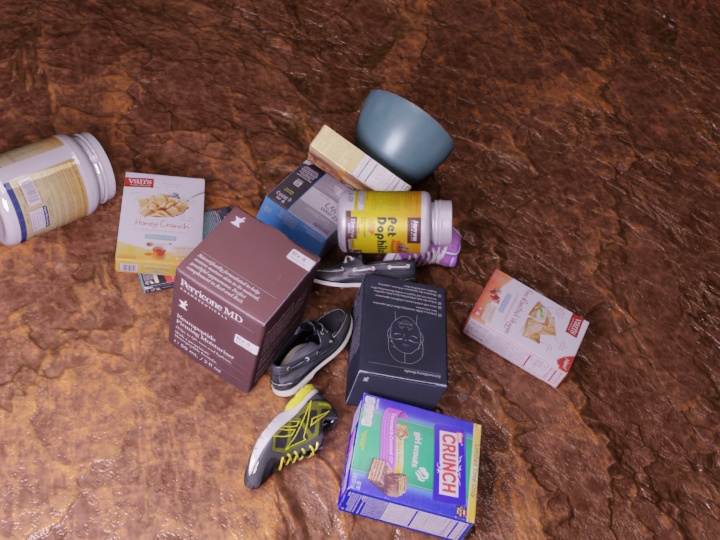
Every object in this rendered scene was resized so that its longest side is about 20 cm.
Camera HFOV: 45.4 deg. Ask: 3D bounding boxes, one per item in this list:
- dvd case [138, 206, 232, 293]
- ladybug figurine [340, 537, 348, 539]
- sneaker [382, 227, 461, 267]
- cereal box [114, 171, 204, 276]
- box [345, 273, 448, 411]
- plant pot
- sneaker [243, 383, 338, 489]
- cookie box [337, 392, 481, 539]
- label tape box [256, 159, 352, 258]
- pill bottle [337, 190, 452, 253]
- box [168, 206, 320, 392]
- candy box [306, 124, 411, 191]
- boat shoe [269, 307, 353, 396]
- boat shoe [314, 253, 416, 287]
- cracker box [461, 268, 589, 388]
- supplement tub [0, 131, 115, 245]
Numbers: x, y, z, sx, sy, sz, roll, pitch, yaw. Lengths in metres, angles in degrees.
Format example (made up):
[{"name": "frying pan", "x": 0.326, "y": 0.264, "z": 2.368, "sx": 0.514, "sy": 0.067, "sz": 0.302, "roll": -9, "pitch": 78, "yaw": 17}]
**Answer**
[{"name": "dvd case", "x": -0.300, "y": -0.040, "z": 1.509, "sx": 0.198, "sy": 0.022, "sz": 0.147, "roll": -13, "pitch": 58, "yaw": -24}, {"name": "ladybug figurine", "x": 0.024, "y": 0.456, "z": 1.185, "sx": 0.135, "sy": 0.072, "sz": 0.201, "roll": -23, "pitch": 62, "yaw": -30}, {"name": "sneaker", "x": 0.122, "y": -0.033, "z": 1.605, "sx": 0.114, "sy": 0.073, "sz": 0.200, "roll": 39, "pitch": 53, "yaw": 8}, {"name": "cereal box", "x": -0.344, "y": -0.082, "z": 1.489, "sx": 0.142, "sy": 0.040, "sz": 0.202, "roll": 4, "pitch": 52, "yaw": -14}, {"name": "box", "x": 0.061, "y": 0.125, "z": 1.436, "sx": 0.147, "sy": 0.108, "sz": 0.202, "roll": 11, "pitch": 49, "yaw": -8}, {"name": "plant pot", "x": 0.065, "y": -0.238, "z": 1.692, "sx": 0.199, "sy": 0.200, "sz": 0.136, "roll": 32, "pitch": 83, "yaw": 9}, {"name": "sneaker", "x": -0.101, "y": 0.257, "z": 1.302, "sx": 0.084, "sy": 0.075, "sz": 0.200, "roll": 32, "pitch": 50, "yaw": 9}, {"name": "cookie box", "x": 0.079, "y": 0.301, "z": 1.323, "sx": 0.198, "sy": 0.076, "sz": 0.172, "roll": 16, "pitch": 49, "yaw": -6}, {"name": "label tape box", "x": -0.103, "y": -0.099, "z": 1.589, "sx": 0.143, "sy": 0.066, "sz": 0.200, "roll": 34, "pitch": 49, "yaw": 11}, {"name": "pill bottle", "x": 0.061, "y": -0.085, "z": 1.510, "sx": 0.197, "sy": 0.110, "sz": 0.110, "roll": 1, "pitch": 51, "yaw": 4}, {"name": "box", "x": -0.187, "y": 0.048, "z": 1.359, "sx": 0.165, "sy": 0.201, "sz": 0.165, "roll": 31, "pitch": 51, "yaw": 9}, {"name": "candy box", "x": -0.006, "y": -0.181, "z": 1.626, "sx": 0.199, "sy": 0.115, "sz": 0.056, "roll": 35, "pitch": 78, "yaw": 0}, {"name": "boat shoe", "x": -0.083, "y": 0.116, "z": 1.411, "sx": 0.074, "sy": 0.067, "sz": 0.199, "roll": 17, "pitch": 47, "yaw": 39}, {"name": "boat shoe", "x": 0.000, "y": 0.000, "z": 1.518, "sx": 0.197, "sy": 0.061, "sz": 0.076, "roll": 5, "pitch": 10, "yaw": -4}, {"name": "cracker box", "x": 0.300, "y": 0.103, "z": 1.560, "sx": 0.199, "sy": 0.058, "sz": 0.134, "roll": 31, "pitch": 51, "yaw": 7}, {"name": "supplement tub", "x": -0.527, "y": -0.142, "z": 1.438, "sx": 0.199, "sy": 0.145, "sz": 0.145, "roll": -28, "pitch": 65, "yaw": -33}]
